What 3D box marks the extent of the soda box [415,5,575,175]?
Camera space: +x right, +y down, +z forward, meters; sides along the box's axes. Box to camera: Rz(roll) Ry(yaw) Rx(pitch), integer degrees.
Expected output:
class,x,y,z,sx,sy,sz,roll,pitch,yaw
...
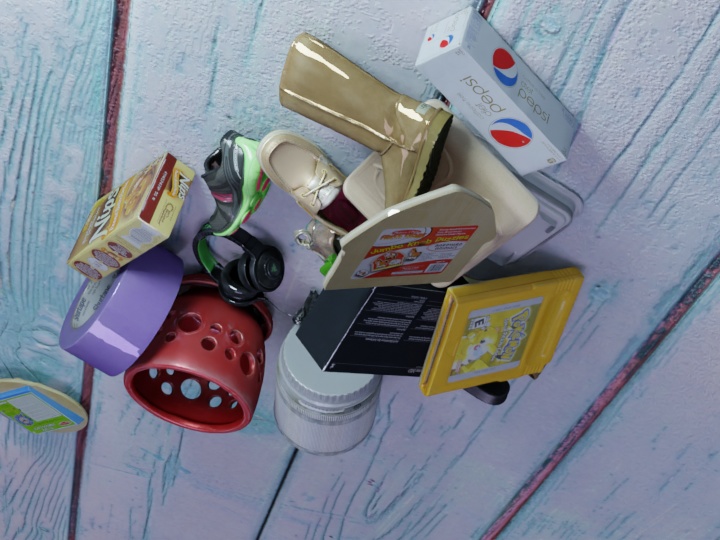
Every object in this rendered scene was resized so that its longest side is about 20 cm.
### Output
class,x,y,z,sx,sy,sz,roll,pitch,yaw
soda box,0.152,-0.195,1.454,0.068,0.064,0.200,-18,132,41

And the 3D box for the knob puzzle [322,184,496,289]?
class,x,y,z,sx,sy,sz,roll,pitch,yaw
knob puzzle,0.065,-0.045,1.491,0.219,0.031,0.220,-14,154,-7

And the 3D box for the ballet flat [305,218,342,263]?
class,x,y,z,sx,sy,sz,roll,pitch,yaw
ballet flat,0.000,0.000,1.790,0.067,0.068,0.200,-3,143,41

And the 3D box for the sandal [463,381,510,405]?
class,x,y,z,sx,sy,sz,roll,pitch,yaw
sandal,0.119,0.139,1.879,0.200,0.075,0.048,34,126,20

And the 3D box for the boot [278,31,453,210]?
class,x,y,z,sx,sy,sz,roll,pitch,yaw
boot,-0.004,-0.158,1.514,0.199,0.066,0.176,28,124,13

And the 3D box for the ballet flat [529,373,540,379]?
class,x,y,z,sx,sy,sz,roll,pitch,yaw
ballet flat,0.173,0.114,1.838,0.199,0.073,0.068,14,-176,-20

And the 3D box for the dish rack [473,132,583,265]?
class,x,y,z,sx,sy,sz,roll,pitch,yaw
dish rack,0.156,-0.079,1.636,0.199,0.044,0.172,30,144,-16

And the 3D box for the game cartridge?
class,x,y,z,sx,sy,sz,roll,pitch,yaw
game cartridge,0.184,0.081,1.722,0.199,0.032,0.177,-8,134,-25

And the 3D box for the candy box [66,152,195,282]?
class,x,y,z,sx,sy,sz,roll,pitch,yaw
candy box,-0.314,-0.070,1.794,0.055,0.116,0.200,37,142,-25

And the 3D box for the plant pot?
class,x,y,z,sx,sy,sz,roll,pitch,yaw
plant pot,-0.232,0.121,1.967,0.199,0.183,0.201,12,145,8

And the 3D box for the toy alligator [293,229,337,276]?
class,x,y,z,sx,sy,sz,roll,pitch,yaw
toy alligator,-0.015,0.020,1.740,0.200,0.054,0.059,36,130,-23

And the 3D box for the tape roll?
class,x,y,z,sx,sy,sz,roll,pitch,yaw
tape roll,-0.345,0.046,1.897,0.085,0.201,0.200,34,143,-22

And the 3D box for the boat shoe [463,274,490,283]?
class,x,y,z,sx,sy,sz,roll,pitch,yaw
boat shoe,0.159,0.049,1.795,0.199,0.063,0.073,15,146,4

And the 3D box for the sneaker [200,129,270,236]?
class,x,y,z,sx,sy,sz,roll,pitch,yaw
sneaker,-0.166,-0.117,1.715,0.084,0.077,0.200,37,144,5

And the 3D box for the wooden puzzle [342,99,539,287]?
class,x,y,z,sx,sy,sz,roll,pitch,yaw
wooden puzzle,0.097,-0.093,1.570,0.185,0.046,0.200,45,136,-4

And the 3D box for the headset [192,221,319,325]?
class,x,y,z,sx,sy,sz,roll,pitch,yaw
headset,-0.147,0.000,1.880,0.200,0.094,0.123,45,144,-11

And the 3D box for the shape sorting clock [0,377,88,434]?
class,x,y,z,sx,sy,sz,roll,pitch,yaw
shape sorting clock,-0.604,0.251,2.447,0.199,0.039,0.200,11,145,8

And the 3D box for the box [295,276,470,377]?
class,x,y,z,sx,sy,sz,roll,pitch,yaw
box,0.037,0.058,1.676,0.199,0.079,0.142,8,120,-45

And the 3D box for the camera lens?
class,x,y,z,sx,sy,sz,roll,pitch,yaw
camera lens,-0.049,0.174,1.979,0.159,0.161,0.200,15,146,4

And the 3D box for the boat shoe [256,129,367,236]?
class,x,y,z,sx,sy,sz,roll,pitch,yaw
boat shoe,-0.047,-0.103,1.648,0.200,0.074,0.069,37,-176,-38
